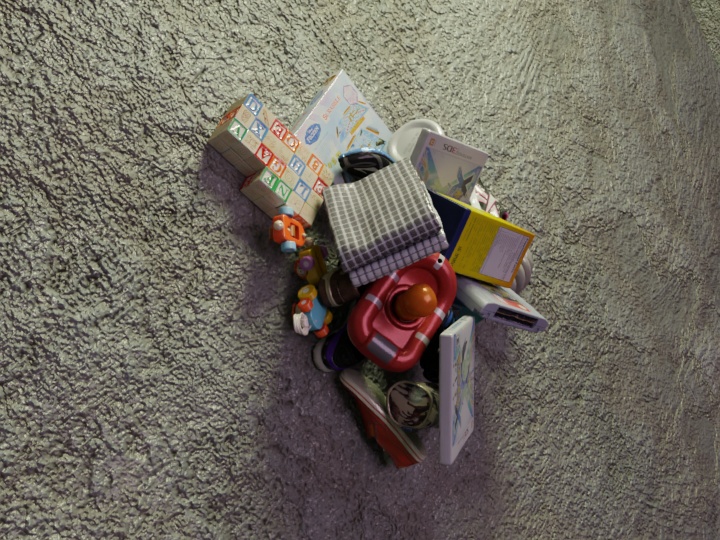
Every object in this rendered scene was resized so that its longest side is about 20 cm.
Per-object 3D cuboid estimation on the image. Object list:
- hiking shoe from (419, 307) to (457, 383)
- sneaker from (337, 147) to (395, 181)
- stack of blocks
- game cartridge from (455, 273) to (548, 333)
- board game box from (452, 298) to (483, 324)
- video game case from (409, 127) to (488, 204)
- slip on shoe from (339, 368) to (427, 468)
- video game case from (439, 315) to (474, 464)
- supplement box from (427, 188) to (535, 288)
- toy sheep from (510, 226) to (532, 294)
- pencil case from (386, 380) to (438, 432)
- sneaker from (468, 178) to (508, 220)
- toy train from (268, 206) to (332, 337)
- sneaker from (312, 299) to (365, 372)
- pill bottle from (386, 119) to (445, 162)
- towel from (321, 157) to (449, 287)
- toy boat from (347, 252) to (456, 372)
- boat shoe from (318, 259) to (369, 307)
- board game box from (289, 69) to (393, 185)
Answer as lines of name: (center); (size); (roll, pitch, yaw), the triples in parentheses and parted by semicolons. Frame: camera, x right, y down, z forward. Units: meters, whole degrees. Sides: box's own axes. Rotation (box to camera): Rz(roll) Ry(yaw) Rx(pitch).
hiking shoe: (0.130, 0.089, 1.372); (0.087, 0.074, 0.201); (-34, 123, -59)
sneaker: (0.038, -0.141, 1.382); (0.200, 0.071, 0.083); (39, 48, -38)
stack of blocks: (-0.144, -0.168, 1.280); (0.200, 0.059, 0.115); (43, 52, -27)
game cartridge: (0.235, 0.051, 1.431); (0.200, 0.133, 0.041); (17, 106, -44)
board game box: (0.132, 0.010, 1.465); (0.200, 0.045, 0.152); (21, 39, -38)
video game case: (0.131, -0.133, 1.404); (0.182, 0.022, 0.200); (9, 108, -48)
slip on shoe: (0.028, 0.246, 1.320); (0.200, 0.061, 0.074); (51, 13, -7)
video game case: (0.156, 0.184, 1.280); (0.182, 0.022, 0.201); (-18, 109, -71)
supplement box: (0.189, -0.054, 1.398); (0.200, 0.109, 0.109); (16, 103, -42)
toy sheep: (0.275, -0.006, 1.588); (0.200, 0.138, 0.138); (-45, 109, -38)
pencil case: (0.111, 0.229, 1.344); (0.089, 0.078, 0.200); (39, 6, 23)
sneaker: (0.245, -0.117, 1.584); (0.086, 0.080, 0.200); (5, 48, -9)
toy train: (-0.102, 0.010, 1.252); (0.150, 0.056, 0.201); (18, 62, -62)
sneaker: (0.015, 0.095, 1.325); (0.070, 0.099, 0.200); (57, 47, -18)
pill bottle: (0.132, -0.180, 1.484); (0.200, 0.109, 0.109); (49, 45, -53)
towel: (0.031, -0.083, 1.241); (0.086, 0.165, 0.200); (58, 8, -39)
toy boat: (0.077, 0.052, 1.227); (0.130, 0.131, 0.200); (37, 67, -9)
boat shoe: (0.002, 0.006, 1.323); (0.075, 0.075, 0.202); (69, 25, -17)
board game box: (-0.024, -0.218, 1.422); (0.200, 0.041, 0.200); (49, 49, -24)
